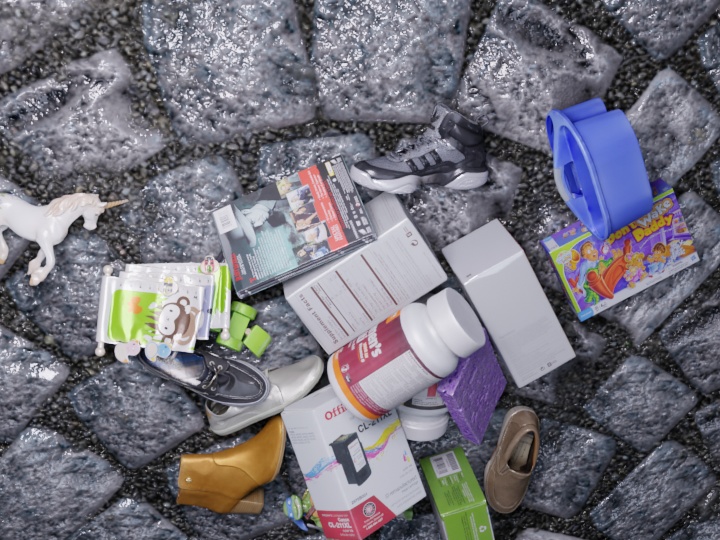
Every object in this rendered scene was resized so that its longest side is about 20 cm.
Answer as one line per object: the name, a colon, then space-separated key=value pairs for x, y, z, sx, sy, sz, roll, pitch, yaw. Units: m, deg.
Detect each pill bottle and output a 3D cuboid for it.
pill bottle: x=0.094 y=0.144 z=1.491 sx=0.116 sy=0.116 sz=0.200 roll=1 pitch=114 yaw=-10
pill bottle: x=0.062 y=0.113 z=1.360 sx=0.200 sy=0.110 sz=0.110 roll=-35 pitch=116 yaw=21

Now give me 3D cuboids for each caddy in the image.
caddy: x=0.317 y=-0.138 z=1.384 sx=0.105 sy=0.141 sz=0.200 roll=-25 pitch=116 yaw=-3

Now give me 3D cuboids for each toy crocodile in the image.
toy crocodile: x=-0.217 y=0.066 z=1.436 sx=0.200 sy=0.062 sz=0.068 roll=25 pitch=77 yaw=-17

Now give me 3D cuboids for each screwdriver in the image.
screwdriver: x=-0.217 y=0.040 z=1.399 sx=0.028 sy=0.029 sz=0.200 roll=31 pitch=84 yaw=-16

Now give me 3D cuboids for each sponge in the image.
sponge: x=0.168 y=0.171 z=1.485 sx=0.112 sy=0.030 sz=0.200 roll=-62 pitch=151 yaw=-19

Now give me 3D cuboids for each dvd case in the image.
dvd case: x=-0.092 y=-0.061 z=1.356 sx=0.200 sy=0.146 sz=0.022 roll=-23 pitch=149 yaw=0

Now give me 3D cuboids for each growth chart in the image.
growth chart: x=-0.268 y=0.051 z=1.379 sx=0.200 sy=0.018 sz=0.145 roll=-5 pitch=82 yaw=4

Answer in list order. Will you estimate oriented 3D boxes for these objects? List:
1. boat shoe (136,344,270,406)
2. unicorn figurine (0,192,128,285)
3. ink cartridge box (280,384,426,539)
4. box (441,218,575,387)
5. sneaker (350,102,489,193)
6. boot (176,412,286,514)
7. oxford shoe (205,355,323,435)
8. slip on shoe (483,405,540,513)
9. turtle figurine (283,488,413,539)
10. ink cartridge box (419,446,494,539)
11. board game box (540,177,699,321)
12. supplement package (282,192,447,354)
boat shoe: x=-0.226 y=0.143 z=1.437 sx=0.200 sy=0.066 sz=0.070 roll=23 pitch=85 yaw=0
unicorn figurine: x=-0.428 y=-0.056 z=1.330 sx=0.200 sy=0.074 sz=0.138 roll=18 pitch=100 yaw=-11
ink cartridge box: x=-0.009 y=0.267 z=1.459 sx=0.146 sy=0.083 sz=0.200 roll=-24 pitch=96 yaw=-39
box: x=0.214 y=0.047 z=1.461 sx=0.097 sy=0.124 sz=0.200 roll=-30 pitch=117 yaw=3
sneaker: x=0.083 y=-0.169 z=1.365 sx=0.200 sy=0.075 sz=0.114 roll=-4 pitch=114 yaw=-18
boot: x=-0.201 y=0.293 z=1.537 sx=0.144 sy=0.071 sz=0.201 roll=13 pitch=116 yaw=-16
oxford shoe: x=-0.146 y=0.179 z=1.492 sx=0.200 sy=0.075 sz=0.058 roll=-28 pitch=119 yaw=9
slip on shoe: x=0.251 y=0.318 z=1.630 sx=0.076 sy=0.061 sz=0.200 roll=7 pitch=113 yaw=-13
turtle figurine: x=-0.015 y=0.344 z=1.545 sx=0.194 sy=0.144 sz=0.200 roll=-6 pitch=132 yaw=-16
ink cartridge box: x=0.164 y=0.409 z=1.611 sx=0.076 sy=0.148 sz=0.200 roll=-17 pitch=118 yaw=-2
board game box: x=0.387 y=-0.029 z=1.499 sx=0.200 sy=0.045 sz=0.135 roll=-28 pitch=116 yaw=4
supplement package: x=0.000 y=0.000 z=1.407 sx=0.200 sy=0.117 sz=0.117 roll=-32 pitch=118 yaw=7
